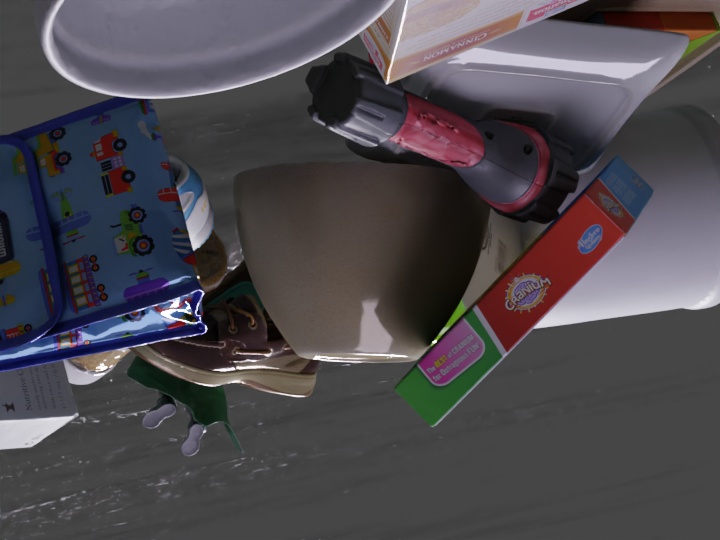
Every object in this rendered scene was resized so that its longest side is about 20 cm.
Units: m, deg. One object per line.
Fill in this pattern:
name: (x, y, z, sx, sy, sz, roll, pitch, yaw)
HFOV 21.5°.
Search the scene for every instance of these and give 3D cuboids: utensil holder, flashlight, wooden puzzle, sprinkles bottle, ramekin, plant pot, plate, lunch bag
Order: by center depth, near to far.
ramekin: (-0.079, -0.182, 0.988, 0.199, 0.106, 0.200, -15, 162, -5)
flashlight: (0.058, -0.087, 1.268, 0.199, 0.068, 0.068, 19, 146, -40)
lunch bag: (-0.218, -0.016, 1.275, 0.199, 0.151, 0.094, -15, 162, -8)
plate: (0.106, -0.114, 1.335, 0.198, 0.033, 0.200, 3, 156, -14)
wooden puzzle: (0.174, -0.155, 1.403, 0.199, 0.037, 0.185, -1, 156, -40)
plant pot: (0.000, 0.000, 1.444, 0.199, 0.135, 0.200, 2, 174, 0)
utensil holder: (0.187, -0.041, 1.547, 0.199, 0.171, 0.170, -7, 160, -19)
sprinkles bottle: (-0.189, 0.027, 1.557, 0.068, 0.069, 0.200, 0, 156, -41)

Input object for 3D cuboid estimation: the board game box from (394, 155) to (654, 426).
board game box: (0.121, 0.013, 1.369, 0.200, 0.040, 0.153, -47, 178, 20)

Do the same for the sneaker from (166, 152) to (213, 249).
sneaker: (-0.208, -0.032, 1.380, 0.199, 0.077, 0.081, -22, 154, -5)

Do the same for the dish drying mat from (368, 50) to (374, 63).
dish drying mat: (0.104, -0.144, 1.328, 0.198, 0.018, 0.077, -2, 155, -1)

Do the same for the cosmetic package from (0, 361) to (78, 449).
cosmetic package: (-0.341, 0.086, 1.529, 0.199, 0.113, 0.081, -2, 157, -44)

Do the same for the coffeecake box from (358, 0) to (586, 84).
coffeecake box: (0.076, -0.205, 1.076, 0.153, 0.073, 0.200, -24, 164, -14)

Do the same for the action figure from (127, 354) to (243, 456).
action figure: (-0.155, 0.085, 1.637, 0.118, 0.200, 0.055, 40, 106, -18)

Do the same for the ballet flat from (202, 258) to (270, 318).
ballet flat: (-0.081, 0.011, 1.598, 0.200, 0.068, 0.072, -37, -164, -6)

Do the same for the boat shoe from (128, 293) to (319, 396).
boat shoe: (-0.105, 0.050, 1.514, 0.199, 0.072, 0.072, 15, 104, -41)

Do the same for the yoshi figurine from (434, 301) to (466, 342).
yoshi figurine: (0.118, 0.014, 1.744, 0.199, 0.113, 0.112, -10, 168, -11)
